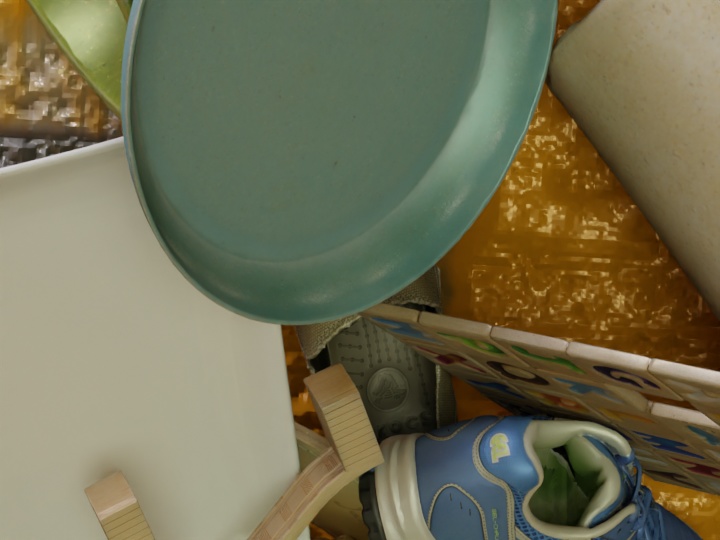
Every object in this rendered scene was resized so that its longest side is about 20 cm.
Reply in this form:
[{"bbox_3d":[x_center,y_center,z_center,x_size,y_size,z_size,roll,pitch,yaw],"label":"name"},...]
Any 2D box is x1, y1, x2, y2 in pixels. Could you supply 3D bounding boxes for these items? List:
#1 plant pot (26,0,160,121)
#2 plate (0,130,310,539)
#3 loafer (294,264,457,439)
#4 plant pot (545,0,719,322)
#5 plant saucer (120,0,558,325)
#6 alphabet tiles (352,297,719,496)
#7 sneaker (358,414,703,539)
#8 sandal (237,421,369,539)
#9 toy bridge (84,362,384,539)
[{"bbox_3d":[-0.051,-0.183,0.774,0.189,0.200,0.201,-33,101,-12],"label":"plant pot"},{"bbox_3d":[-0.123,0.050,0.766,0.198,0.032,0.201,-14,115,-16],"label":"plate"},{"bbox_3d":[0.000,0.000,0.854,0.075,0.067,0.202,-22,103,-5],"label":"loafer"},{"bbox_3d":[0.177,-0.060,0.814,0.200,0.200,0.184,-44,90,2],"label":"plant pot"},{"bbox_3d":[-0.008,-0.080,0.732,0.199,0.027,0.202,-21,123,-36],"label":"plant saucer"},{"bbox_3d":[0.112,0.061,0.807,0.200,0.166,0.008,34,72,-49],"label":"alphabet tiles"},{"bbox_3d":[0.089,0.106,0.836,0.077,0.199,0.076,-25,60,34],"label":"sneaker"},{"bbox_3d":[-0.002,0.131,0.855,0.211,0.077,0.070,35,64,-19],"label":"sandal"},{"bbox_3d":[-0.081,0.109,0.773,0.199,0.027,0.068,-27,120,-10],"label":"toy bridge"}]
